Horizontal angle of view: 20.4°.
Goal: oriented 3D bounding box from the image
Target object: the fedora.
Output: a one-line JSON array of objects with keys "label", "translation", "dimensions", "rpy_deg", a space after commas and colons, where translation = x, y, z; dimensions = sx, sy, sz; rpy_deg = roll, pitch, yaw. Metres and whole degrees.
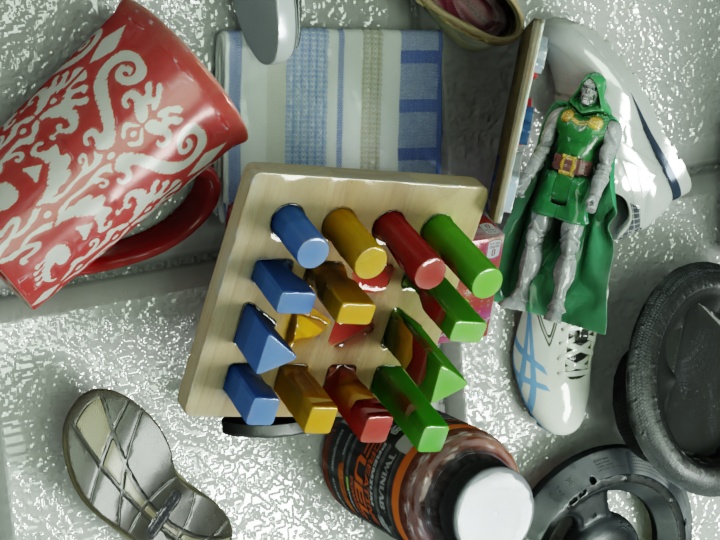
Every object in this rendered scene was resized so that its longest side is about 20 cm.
[{"label": "fedora", "translation": [0.275, 0.095, 1.710], "dimensions": [0.199, 0.091, 0.203], "rpy_deg": [8, 75, -33]}]

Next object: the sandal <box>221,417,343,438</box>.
[{"label": "sandal", "translation": [-0.027, 0.090, 1.580], "dimensions": [0.199, 0.075, 0.046], "rpy_deg": [-16, 106, -32]}]

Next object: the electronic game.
[{"label": "electronic game", "translation": [0.205, 0.246, 1.740], "dimensions": [0.198, 0.042, 0.202], "rpy_deg": [-10, 111, -26]}]

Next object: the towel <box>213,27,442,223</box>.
[{"label": "towel", "translation": [-0.025, -0.116, 1.570], "dimensions": [0.198, 0.024, 0.148], "rpy_deg": [-4, 101, -27]}]

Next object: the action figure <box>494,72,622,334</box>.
[{"label": "action figure", "translation": [0.164, -0.061, 1.612], "dimensions": [0.055, 0.117, 0.202], "rpy_deg": [4, 100, -69]}]

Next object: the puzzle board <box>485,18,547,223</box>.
[{"label": "puzzle board", "translation": [0.122, -0.115, 1.556], "dimensions": [0.017, 0.200, 0.152], "rpy_deg": [11, 94, 2]}]

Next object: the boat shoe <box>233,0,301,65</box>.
[{"label": "boat shoe", "translation": [-0.064, -0.256, 1.495], "dimensions": [0.056, 0.068, 0.202], "rpy_deg": [-11, 96, -30]}]

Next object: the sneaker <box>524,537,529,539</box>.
[{"label": "sneaker", "translation": [0.100, 0.216, 1.601], "dimensions": [0.077, 0.200, 0.100], "rpy_deg": [10, 84, -22]}]

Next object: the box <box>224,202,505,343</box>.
[{"label": "box", "translation": [0.000, 0.000, 1.547], "dimensions": [0.198, 0.100, 0.096], "rpy_deg": [-8, 124, -26]}]

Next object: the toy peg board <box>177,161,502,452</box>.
[{"label": "toy peg board", "translation": [-0.003, 0.038, 1.440], "dimensions": [0.198, 0.098, 0.201], "rpy_deg": [2, 118, -31]}]

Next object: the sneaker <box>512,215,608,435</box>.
[{"label": "sneaker", "translation": [0.172, 0.042, 1.672], "dimensions": [0.071, 0.072, 0.202], "rpy_deg": [-5, 102, -28]}]

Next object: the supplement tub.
[{"label": "supplement tub", "translation": [0.055, 0.163, 1.559], "dimensions": [0.106, 0.200, 0.108], "rpy_deg": [-4, 100, -26]}]

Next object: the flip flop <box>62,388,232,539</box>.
[{"label": "flip flop", "translation": [-0.168, 0.165, 1.531], "dimensions": [0.081, 0.057, 0.200], "rpy_deg": [-52, 132, -15]}]

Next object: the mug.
[{"label": "mug", "translation": [-0.184, -0.063, 1.440], "dimensions": [0.200, 0.133, 0.178], "rpy_deg": [-43, 113, -11]}]

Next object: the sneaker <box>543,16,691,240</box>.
[{"label": "sneaker", "translation": [0.199, -0.118, 1.661], "dimensions": [0.080, 0.076, 0.201], "rpy_deg": [-37, 112, -6]}]

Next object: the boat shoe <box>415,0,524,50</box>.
[{"label": "boat shoe", "translation": [0.055, -0.246, 1.563], "dimensions": [0.199, 0.066, 0.074], "rpy_deg": [36, 83, -26]}]
